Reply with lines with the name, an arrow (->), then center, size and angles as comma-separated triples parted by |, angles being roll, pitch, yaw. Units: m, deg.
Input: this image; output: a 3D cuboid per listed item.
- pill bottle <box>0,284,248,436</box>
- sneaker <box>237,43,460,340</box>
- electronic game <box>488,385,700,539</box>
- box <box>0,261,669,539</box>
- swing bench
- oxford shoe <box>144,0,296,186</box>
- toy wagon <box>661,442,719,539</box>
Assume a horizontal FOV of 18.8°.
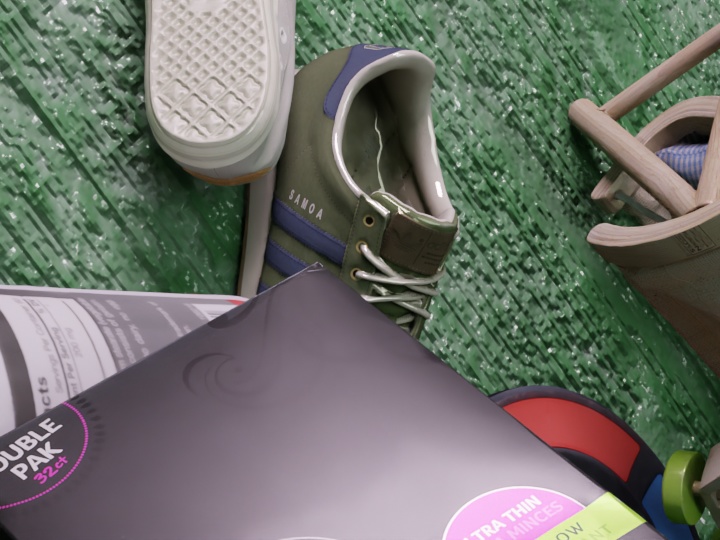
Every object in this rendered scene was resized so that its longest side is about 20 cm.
pill bottle -> -0.118, 0.062, 0.744 | 0.199, 0.113, 0.115 | 3, 74, -42
sneaker -> 0.000, 0.000, 0.889 | 0.067, 0.089, 0.202 | 12, 69, -40
electronic game -> 0.090, 0.150, 0.959 | 0.199, 0.041, 0.202 | 15, 67, -39
box -> -0.006, 0.119, 0.644 | 0.148, 0.200, 0.125 | -27, 134, -27
swing bench -> 0.206, 0.001, 1.003 | 0.199, 0.129, 0.201 | 46, 22, -21
oxford shoe -> -0.056, -0.119, 0.905 | 0.058, 0.074, 0.202 | 77, 13, -59
toy wagon -> 0.228, 0.131, 0.972 | 0.200, 0.154, 0.040 | 56, 48, -46
